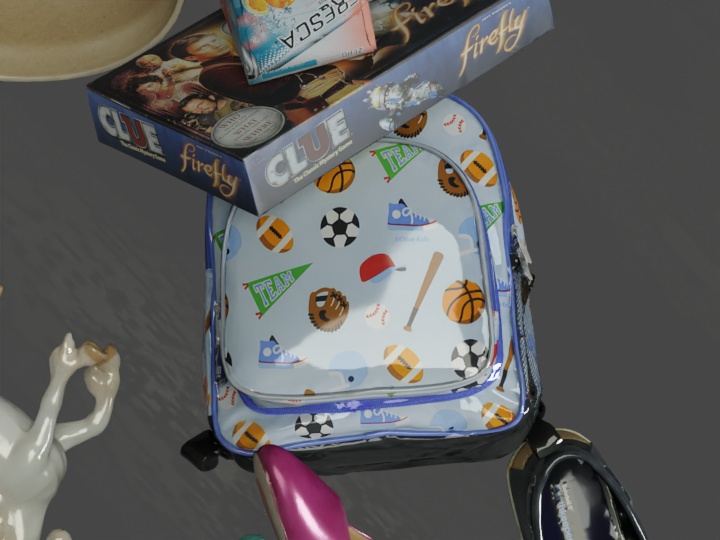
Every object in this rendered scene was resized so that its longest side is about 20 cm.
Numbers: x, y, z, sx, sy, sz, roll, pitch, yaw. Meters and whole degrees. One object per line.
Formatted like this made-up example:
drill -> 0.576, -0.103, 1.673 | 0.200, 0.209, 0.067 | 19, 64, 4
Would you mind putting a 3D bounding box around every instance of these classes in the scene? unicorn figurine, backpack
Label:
unicorn figurine -> -0.188, 0.085, 1.322 | 0.200, 0.074, 0.138 | 34, 94, 13
backpack -> 0.000, 0.000, 1.300 | 0.199, 0.154, 0.192 | -4, 72, -1

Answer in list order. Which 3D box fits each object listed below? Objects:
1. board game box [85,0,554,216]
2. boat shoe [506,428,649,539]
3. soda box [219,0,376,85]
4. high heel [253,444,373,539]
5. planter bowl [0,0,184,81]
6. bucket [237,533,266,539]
board game box -> -0.020, -0.107, 1.280 | 0.200, 0.135, 0.035 | -34, 127, -28
boat shoe -> 0.131, 0.180, 1.338 | 0.074, 0.062, 0.201 | -20, 89, -7
soda box -> -0.050, -0.179, 1.285 | 0.068, 0.200, 0.064 | -15, 130, -5
high heel -> 0.017, 0.141, 1.294 | 0.096, 0.068, 0.200 | -28, 132, 1
planter bowl -> -0.179, -0.208, 1.288 | 0.199, 0.201, 0.135 | 8, 59, -4
bucket -> -0.056, 0.240, 1.252 | 0.135, 0.207, 0.208 | -35, 89, -17
